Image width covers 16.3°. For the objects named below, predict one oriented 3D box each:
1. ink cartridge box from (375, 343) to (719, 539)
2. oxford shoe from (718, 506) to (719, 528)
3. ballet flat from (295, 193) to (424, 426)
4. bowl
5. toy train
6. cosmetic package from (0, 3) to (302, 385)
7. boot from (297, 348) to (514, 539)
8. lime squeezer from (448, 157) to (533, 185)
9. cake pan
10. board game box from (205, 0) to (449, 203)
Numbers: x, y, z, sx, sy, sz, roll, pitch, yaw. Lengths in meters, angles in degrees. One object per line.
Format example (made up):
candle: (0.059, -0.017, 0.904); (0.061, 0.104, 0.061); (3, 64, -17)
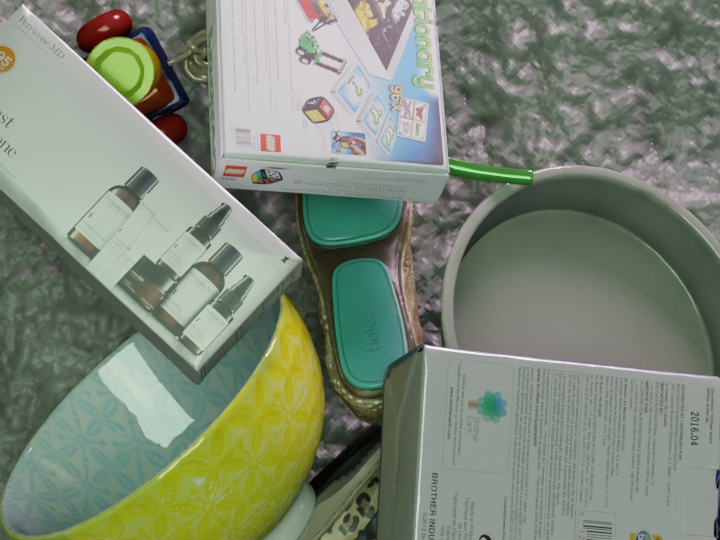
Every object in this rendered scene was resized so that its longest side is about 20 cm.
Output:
ink cartridge box: (0.113, 0.120, 1.311); (0.199, 0.076, 0.137); (6, 79, -13)
oxford shoe: (0.263, 0.216, 1.433); (0.074, 0.071, 0.201); (-18, 89, -6)
ballet flat: (0.000, 0.000, 1.423); (0.070, 0.065, 0.201); (-3, 58, 2)
bowl: (-0.087, 0.108, 1.374); (0.200, 0.200, 0.108); (-42, 111, -3)
toy train: (-0.126, -0.109, 1.402); (0.200, 0.116, 0.085); (-28, 90, -3)
cosmetic package: (-0.130, -0.040, 1.310); (0.200, 0.051, 0.083); (42, 78, 6)
boot: (0.047, 0.155, 1.425); (0.200, 0.073, 0.151); (-41, 95, -12)
lime squeezer: (0.002, -0.090, 1.419); (0.200, 0.038, 0.071); (41, 56, 16)
cake pan: (0.130, 0.040, 1.411); (0.200, 0.037, 0.201); (9, 67, -21)
board game box: (-0.021, -0.133, 1.394); (0.126, 0.035, 0.201); (4, 59, -13)
